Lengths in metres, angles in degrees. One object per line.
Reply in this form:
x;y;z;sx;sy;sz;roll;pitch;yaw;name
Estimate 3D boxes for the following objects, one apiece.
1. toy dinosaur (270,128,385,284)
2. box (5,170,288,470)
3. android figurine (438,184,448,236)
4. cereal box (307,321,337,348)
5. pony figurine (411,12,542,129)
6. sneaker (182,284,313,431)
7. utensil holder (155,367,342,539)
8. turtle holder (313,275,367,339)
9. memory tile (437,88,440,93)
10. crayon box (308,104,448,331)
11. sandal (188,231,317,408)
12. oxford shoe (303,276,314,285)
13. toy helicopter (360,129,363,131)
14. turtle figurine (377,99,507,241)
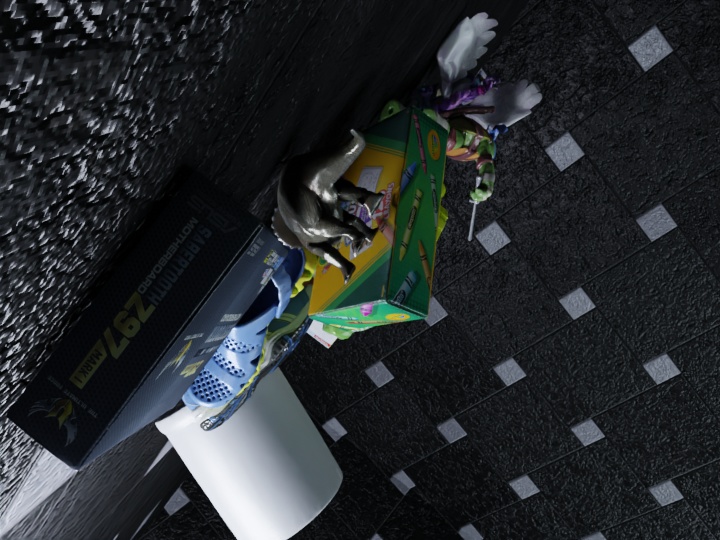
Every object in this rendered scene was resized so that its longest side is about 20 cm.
-0.036;-0.053;0.532;0.078;0.101;0.200;-60;172;-17;toy dinosaur
-0.117;0.029;0.411;0.158;0.051;0.200;-53;180;-4;box
0.076;-0.073;1.040;0.183;0.041;0.200;-52;-157;9;android figurine
-0.096;0.090;1.365;0.040;0.143;0.200;-53;180;-26;cereal box
0.157;-0.272;0.974;0.192;0.167;0.200;-37;-172;14;pony figurine
-0.123;0.081;0.704;0.200;0.077;0.076;-45;170;-20;sneaker
-0.138;0.227;0.814;0.169;0.201;0.170;-33;-176;3;utensil holder
0.004;-0.002;0.852;0.141;0.130;0.189;14;74;-70;turtle holder
0.099;-0.288;1.287;0.201;0.017;0.153;-54;180;16;memory tile
0.019;-0.048;0.629;0.118;0.058;0.203;-15;-120;48;crayon box
-0.118;0.047;0.621;0.202;0.079;0.087;-62;175;6;sandal
-0.105;0.031;0.822;0.200;0.071;0.072;-52;175;-43;oxford shoe
-0.035;-0.082;0.742;0.132;0.078;0.202;83;32;-77;toy helicopter
0.106;-0.140;0.855;0.200;0.145;0.193;-41;145;26;turtle figurine
